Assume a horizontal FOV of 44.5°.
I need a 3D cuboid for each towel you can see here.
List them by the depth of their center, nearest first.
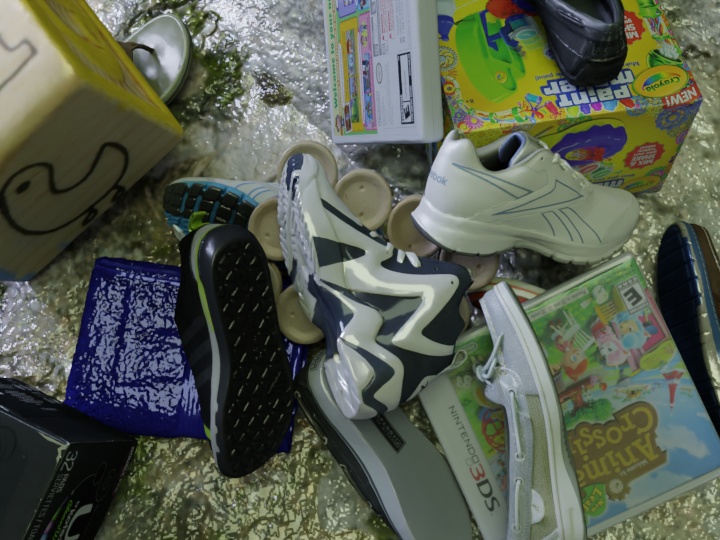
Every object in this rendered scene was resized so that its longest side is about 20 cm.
[{"bbox_3d":[-0.142,0.065,0.734,0.195,0.050,0.151,6,71,2],"label":"towel"}]

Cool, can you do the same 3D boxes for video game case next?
[{"bbox_3d":[0.159,0.112,0.686,0.197,0.022,0.185,-26,89,6],"label":"video game case"},{"bbox_3d":[0.012,-0.207,0.715,0.022,0.181,0.205,-8,100,-23],"label":"video game case"}]

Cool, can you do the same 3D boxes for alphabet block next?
[{"bbox_3d":[-0.295,-0.131,0.693,0.199,0.195,0.197,-40,82,7],"label":"alphabet block"}]

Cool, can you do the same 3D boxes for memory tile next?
[{"bbox_3d":[0.000,0.000,0.707,0.197,0.017,0.156,27,96,-3],"label":"memory tile"}]

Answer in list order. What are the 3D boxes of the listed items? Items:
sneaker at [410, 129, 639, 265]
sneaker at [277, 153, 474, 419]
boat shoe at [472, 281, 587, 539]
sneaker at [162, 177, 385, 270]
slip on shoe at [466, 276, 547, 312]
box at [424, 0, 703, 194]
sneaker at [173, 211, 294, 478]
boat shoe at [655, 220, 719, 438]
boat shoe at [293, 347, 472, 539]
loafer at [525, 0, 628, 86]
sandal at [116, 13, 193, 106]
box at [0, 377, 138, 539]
[{"bbox_3d":[0.137,-0.057,0.666,0.196,0.089,0.075,0,28,-26],"label":"sneaker"},{"bbox_3d":[0.019,-0.001,0.667,0.127,0.080,0.202,-14,71,-23],"label":"sneaker"},{"bbox_3d":[0.116,0.112,0.645,0.063,0.074,0.206,-14,98,7],"label":"boat shoe"},{"bbox_3d":[-0.070,-0.045,0.761,0.196,0.076,0.087,15,36,-5],"label":"sneaker"},{"bbox_3d":[0.169,0.070,0.725,0.198,0.074,0.062,35,77,6],"label":"slip on shoe"},{"bbox_3d":[0.151,-0.166,0.755,0.195,0.123,0.196,-9,60,-5],"label":"box"},{"bbox_3d":[-0.103,0.056,0.683,0.071,0.082,0.205,-11,105,-39],"label":"sneaker"},{"bbox_3d":[0.303,0.055,0.734,0.071,0.072,0.205,-9,81,-8],"label":"boat shoe"},{"bbox_3d":[0.017,0.151,0.698,0.068,0.056,0.202,-35,93,-41],"label":"boat shoe"},{"bbox_3d":[0.154,-0.235,0.682,0.067,0.071,0.204,-15,61,-8],"label":"loafer"},{"bbox_3d":[-0.238,-0.167,0.805,0.200,0.058,0.080,-37,73,-10],"label":"sandal"},{"bbox_3d":[-0.273,0.191,0.626,0.122,0.149,0.203,22,83,7],"label":"box"}]
